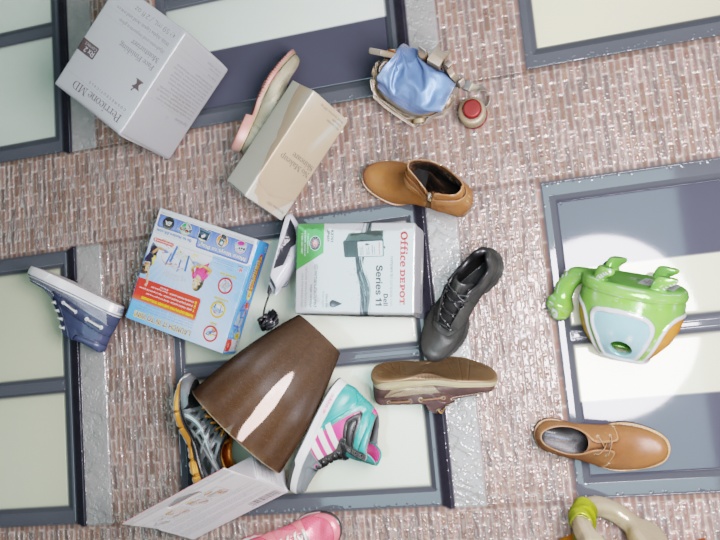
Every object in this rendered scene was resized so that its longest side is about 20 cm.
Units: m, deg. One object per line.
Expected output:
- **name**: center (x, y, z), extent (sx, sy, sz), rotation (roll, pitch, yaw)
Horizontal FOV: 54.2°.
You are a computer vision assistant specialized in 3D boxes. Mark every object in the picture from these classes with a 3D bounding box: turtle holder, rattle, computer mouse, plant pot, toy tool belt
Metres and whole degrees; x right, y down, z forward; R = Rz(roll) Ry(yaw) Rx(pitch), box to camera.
- **turtle holder**: center (0.370, 0.056, 1.016), extent (0.181, 0.141, 0.135), rotation (7, 103, 4)
- **rattle**: center (0.380, 0.420, 1.014), extent (0.196, 0.130, 0.146), rotation (16, 99, -13)
- **computer mouse**: center (-0.126, 0.004, 1.163), extent (0.043, 0.110, 0.204), rotation (14, 79, -3)
- **plant pot**: center (-0.130, 0.176, 1.112), extent (0.186, 0.187, 0.201), rotation (38, 79, 14)
- **toy tool belt**: center (0.108, -0.292, 1.117), extent (0.198, 0.123, 0.127), rotation (28, 91, 14)

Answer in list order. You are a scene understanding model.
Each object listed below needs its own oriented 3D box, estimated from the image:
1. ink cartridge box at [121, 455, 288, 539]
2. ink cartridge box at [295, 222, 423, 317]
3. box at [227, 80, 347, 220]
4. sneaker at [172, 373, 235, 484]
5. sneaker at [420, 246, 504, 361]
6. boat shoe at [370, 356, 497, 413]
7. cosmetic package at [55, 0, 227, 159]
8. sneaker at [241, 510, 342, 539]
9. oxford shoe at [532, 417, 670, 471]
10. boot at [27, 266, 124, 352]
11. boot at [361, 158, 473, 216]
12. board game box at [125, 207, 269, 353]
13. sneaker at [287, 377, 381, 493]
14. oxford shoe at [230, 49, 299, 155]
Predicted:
- **ink cartridge box**: center (-0.240, 0.350, 1.100), extent (0.198, 0.176, 0.045), rotation (-30, 53, 13)
- **ink cartridge box**: center (0.000, 0.000, 1.134), extent (0.196, 0.083, 0.150), rotation (0, 85, 12)
- **box**: center (-0.121, -0.198, 1.166), extent (0.202, 0.094, 0.078), rotation (-57, 42, 3)
- **sneaker**: center (-0.253, 0.267, 1.173), extent (0.076, 0.078, 0.204), rotation (-17, 91, 11)
- **sneaker**: center (0.147, 0.047, 1.091), extent (0.075, 0.091, 0.203), rotation (29, 92, 21)
- **boat shoe**: center (0.115, 0.185, 1.105), extent (0.195, 0.072, 0.073), rotation (-3, 114, 2)
- **cosmetic package**: center (-0.371, -0.334, 1.211), extent (0.164, 0.165, 0.202), rotation (36, 93, 15)
- **sneaker**: center (-0.122, 0.445, 1.116), extent (0.197, 0.087, 0.075), rotation (-23, 81, 10)
- **oxford shoe**: center (0.355, 0.258, 1.033), extent (0.196, 0.071, 0.073), rotation (2, 83, 12)
- **boot**: center (-0.522, 0.067, 1.252), extent (0.197, 0.073, 0.092), rotation (23, 84, 13)
- **boot**: center (0.080, -0.136, 1.091), extent (0.197, 0.155, 0.078), rotation (26, 91, 14)
- **board game box**: center (-0.280, 0.017, 1.211), extent (0.196, 0.056, 0.200), rotation (18, 89, 14)
- **sneaker**: center (-0.029, 0.287, 1.117), extent (0.119, 0.083, 0.203), rotation (28, 100, 14)
- **oxford shoe**: center (-0.149, -0.281, 1.216), extent (0.073, 0.071, 0.202), rotation (28, 91, -11)
